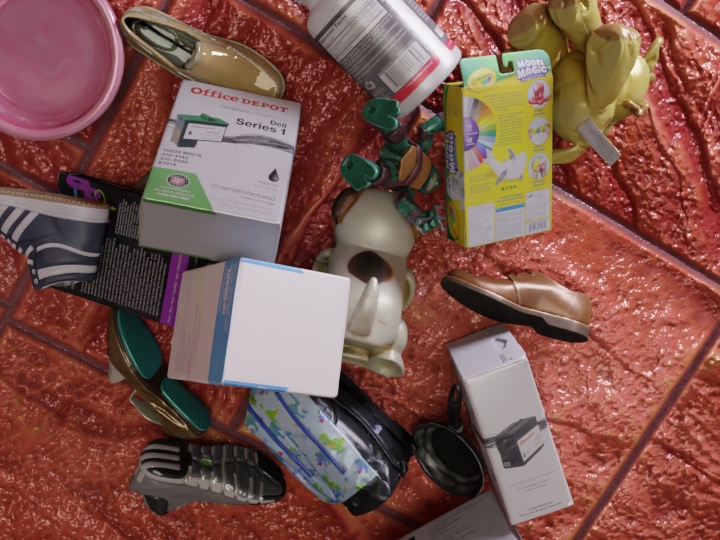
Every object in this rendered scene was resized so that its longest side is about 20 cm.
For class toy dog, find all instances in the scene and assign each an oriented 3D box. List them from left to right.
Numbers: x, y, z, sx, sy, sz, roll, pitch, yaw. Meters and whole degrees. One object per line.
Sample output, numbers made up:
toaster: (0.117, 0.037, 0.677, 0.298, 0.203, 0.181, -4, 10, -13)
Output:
toy dog: (0.000, 0.000, 0.974, 0.139, 0.194, 0.200, 10, 69, 8)

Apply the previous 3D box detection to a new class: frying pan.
frying pan: (0.106, 0.209, 1.063, 0.031, 0.115, 0.190, -33, 118, -38)

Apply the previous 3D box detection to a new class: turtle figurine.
turtle figurine: (0.061, -0.116, 0.936, 0.101, 0.200, 0.150, 3, 83, 35)

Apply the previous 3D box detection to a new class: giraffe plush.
giraffe plush: (0.271, -0.222, 0.952, 0.172, 0.162, 0.200, -28, 87, 45)

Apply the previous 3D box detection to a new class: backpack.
backpack: (-0.045, 0.190, 1.025, 0.154, 0.163, 0.200, -32, 96, 20)

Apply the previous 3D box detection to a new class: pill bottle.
pill bottle: (0.010, -0.278, 0.942, 0.111, 0.111, 0.200, -45, 102, 7)

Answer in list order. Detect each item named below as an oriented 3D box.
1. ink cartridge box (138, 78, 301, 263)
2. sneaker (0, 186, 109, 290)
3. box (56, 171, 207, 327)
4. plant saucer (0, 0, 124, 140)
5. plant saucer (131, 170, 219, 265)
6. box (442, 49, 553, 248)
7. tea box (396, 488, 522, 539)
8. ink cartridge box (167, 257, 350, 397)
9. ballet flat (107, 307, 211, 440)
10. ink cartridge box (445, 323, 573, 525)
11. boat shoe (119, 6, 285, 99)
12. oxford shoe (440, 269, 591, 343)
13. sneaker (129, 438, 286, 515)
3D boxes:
ink cartridge box: (-0.150, -0.110, 0.920, 0.146, 0.200, 0.084, 10, 140, -7)
sneaker: (-0.387, -0.038, 0.966, 0.200, 0.070, 0.109, 10, 99, 17)
box: (-0.277, -0.026, 0.987, 0.200, 0.036, 0.143, 16, 102, 13)
plant saucer: (-0.367, -0.251, 0.951, 0.200, 0.051, 0.201, 0, 103, 0)
plant saucer: (-0.201, -0.039, 1.025, 0.200, 0.029, 0.200, -1, 103, -4)
box: (0.149, -0.133, 0.899, 0.117, 0.048, 0.200, -12, 113, -22)
tea box: (0.137, 0.425, 1.068, 0.200, 0.134, 0.197, -30, 126, 4)
ink cartridge box: (-0.120, 0.064, 0.900, 0.128, 0.200, 0.126, 11, 81, -30)
ballet flat: (-0.271, 0.139, 1.050, 0.072, 0.068, 0.200, -28, 108, 22)
ink cartridge box: (0.182, 0.187, 1.038, 0.084, 0.145, 0.200, -19, 103, 2)
boat shoe: (-0.183, -0.241, 0.955, 0.200, 0.076, 0.072, 21, 100, -8)
oxford shoe: (0.198, 0.030, 1.056, 0.200, 0.071, 0.071, 18, 73, -7)
sneaker: (-0.205, 0.281, 1.085, 0.200, 0.075, 0.116, 20, 130, -24)
